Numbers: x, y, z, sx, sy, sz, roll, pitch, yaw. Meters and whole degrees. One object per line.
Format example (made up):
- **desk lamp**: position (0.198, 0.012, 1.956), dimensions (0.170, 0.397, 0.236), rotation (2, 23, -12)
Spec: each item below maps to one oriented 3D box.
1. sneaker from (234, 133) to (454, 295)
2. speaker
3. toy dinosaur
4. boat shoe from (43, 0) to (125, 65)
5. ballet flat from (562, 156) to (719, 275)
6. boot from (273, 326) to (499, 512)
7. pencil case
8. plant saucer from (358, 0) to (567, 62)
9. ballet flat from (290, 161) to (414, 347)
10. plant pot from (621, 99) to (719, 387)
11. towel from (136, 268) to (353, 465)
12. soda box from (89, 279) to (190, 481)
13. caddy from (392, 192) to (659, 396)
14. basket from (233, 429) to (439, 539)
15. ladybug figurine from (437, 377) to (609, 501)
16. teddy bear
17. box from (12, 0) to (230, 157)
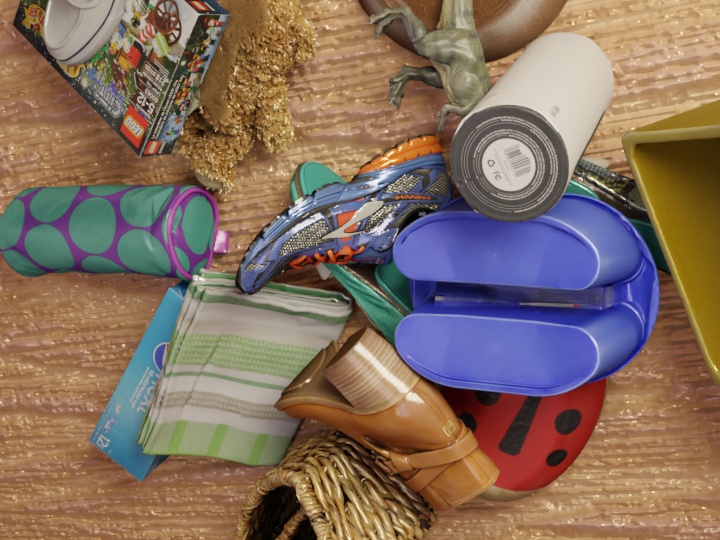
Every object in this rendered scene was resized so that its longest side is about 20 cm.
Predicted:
- **sneaker**: position (-0.008, -0.032, 0.965), dimensions (0.199, 0.075, 0.079), rotation (-30, 88, -8)
- **speaker**: position (0.124, -0.106, 0.859), dimensions (0.081, 0.200, 0.082), rotation (8, 115, 17)
- **toy dinosaur**: position (0.057, -0.164, 0.920), dimensions (0.088, 0.047, 0.202), rotation (-2, 103, 25)
- **boat shoe**: position (-0.217, -0.249, 0.963), dimensions (0.074, 0.067, 0.201), rotation (47, 122, 24)
- **ballet flat**: position (0.193, -0.048, 0.928), dimensions (0.199, 0.074, 0.075), rotation (25, 117, 15)
- **boot**: position (0.016, 0.130, 0.988), dimensions (0.155, 0.074, 0.200), rotation (46, 159, -6)
- **pencil case**: position (-0.226, -0.035, 1.109), dimensions (0.199, 0.092, 0.086), rotation (2, 74, 26)
- **plant saucer**: position (0.068, -0.253, 0.925), dimensions (0.199, 0.037, 0.202), rotation (8, 112, 21)
- **ballet flat**: position (0.000, 0.000, 1.035), dimensions (0.200, 0.067, 0.070), rotation (47, 137, 4)
- **plant pot**: position (0.324, -0.041, 0.787), dimensions (0.199, 0.195, 0.195), rotation (-26, 99, -13)
- **towel**: position (-0.103, 0.095, 1.086), dimensions (0.148, 0.031, 0.201), rotation (10, 122, -21)
- **soda box**: position (-0.177, 0.098, 1.148), dimensions (0.068, 0.064, 0.201), rotation (36, 119, 8)
- **caddy**: position (0.117, 0.015, 0.905), dimensions (0.199, 0.105, 0.143), rotation (4, 100, 29)
- **basket**: position (-0.051, 0.248, 1.071), dimensions (0.143, 0.149, 0.200), rotation (40, 138, 5)
- **ladybug figurine**: position (0.129, 0.109, 0.998), dimensions (0.135, 0.072, 0.201), rotation (18, 115, 1)
- **teddy bear**: position (-0.104, -0.157, 1.027), dimensions (0.145, 0.067, 0.201), rotation (36, 121, 29)
- **box**: position (-0.205, -0.209, 1.029), dimensions (0.200, 0.038, 0.137), rotation (44, 121, 25)
